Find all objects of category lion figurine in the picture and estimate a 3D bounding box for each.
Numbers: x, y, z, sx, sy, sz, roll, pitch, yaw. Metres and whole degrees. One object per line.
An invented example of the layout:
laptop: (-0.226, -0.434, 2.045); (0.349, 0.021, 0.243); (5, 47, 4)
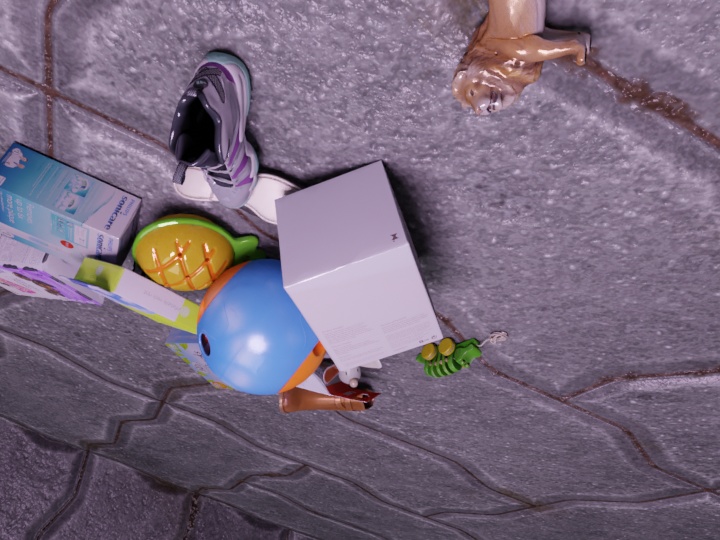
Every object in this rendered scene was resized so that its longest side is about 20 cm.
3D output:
lion figurine: (0.135, -0.231, 0.509); (0.122, 0.073, 0.201); (9, 132, 23)

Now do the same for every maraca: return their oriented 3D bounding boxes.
maraca: (-0.247, -0.023, 0.914); (0.199, 0.108, 0.137); (11, 135, -29)

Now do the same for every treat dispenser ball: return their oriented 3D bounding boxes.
treat dispenser ball: (-0.142, 0.084, 0.887); (0.199, 0.202, 0.202); (11, 146, 7)

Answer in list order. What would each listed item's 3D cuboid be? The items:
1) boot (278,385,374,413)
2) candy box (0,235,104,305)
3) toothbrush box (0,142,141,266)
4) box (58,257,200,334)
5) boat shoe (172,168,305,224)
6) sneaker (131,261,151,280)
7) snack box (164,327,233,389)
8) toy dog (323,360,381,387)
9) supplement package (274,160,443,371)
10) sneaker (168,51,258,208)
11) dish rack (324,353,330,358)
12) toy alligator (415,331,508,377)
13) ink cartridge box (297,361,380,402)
boot: (-0.068, 0.267, 1.228); (0.154, 0.077, 0.200); (3, 167, 22)
candy box: (-0.585, -0.006, 1.066); (0.198, 0.072, 0.168); (5, 158, 16)
toothbrush box: (-0.458, -0.086, 0.923); (0.199, 0.086, 0.146); (24, 146, -14)
box: (-0.349, 0.039, 0.928); (0.121, 0.048, 0.200); (9, 161, 38)
boat shoe: (-0.151, -0.111, 0.804); (0.198, 0.057, 0.067); (14, 110, -3)
sneaker: (-0.335, 0.018, 1.028); (0.115, 0.076, 0.201); (26, 142, -11)
snack box: (-0.278, 0.177, 1.238); (0.167, 0.068, 0.201); (-3, 141, 24)
toy dog: (-0.013, 0.144, 1.016); (0.131, 0.097, 0.200); (-27, 136, 7)
supplement package: (0.000, 0.000, 0.766); (0.151, 0.151, 0.201); (-19, 139, 7)
sneaker: (-0.174, -0.127, 0.671); (0.077, 0.140, 0.201); (8, 133, 8)
dish rack: (-0.135, 0.090, 1.079); (0.170, 0.044, 0.201); (4, 144, 15)
toy alligator: (0.170, 0.154, 1.037); (0.059, 0.055, 0.199); (36, 141, -29)
ink cartridge box: (-0.065, 0.203, 1.138); (0.198, 0.051, 0.162); (8, 176, 12)
